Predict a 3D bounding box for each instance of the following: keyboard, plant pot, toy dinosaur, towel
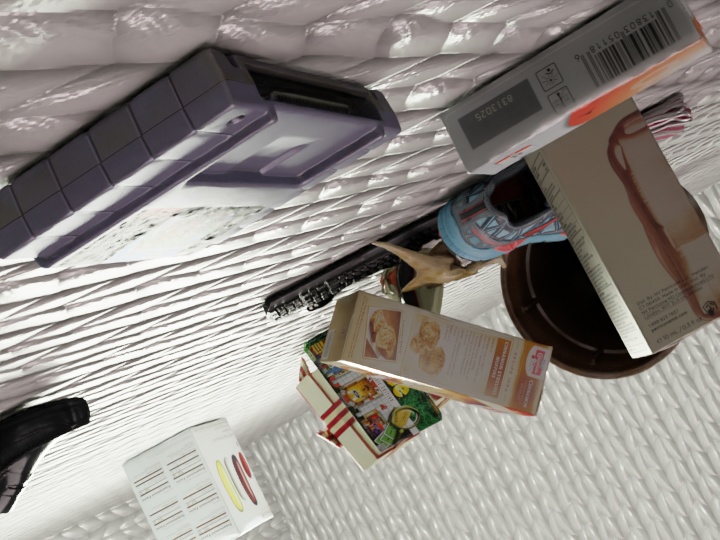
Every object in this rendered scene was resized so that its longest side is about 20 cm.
[{"bbox_3d":[0.000,0.000,1.224,0.199,0.021,0.127,-27,173,-1],"label":"keyboard"},{"bbox_3d":[0.272,-0.014,1.330,0.200,0.201,0.198,-31,180,31],"label":"plant pot"},{"bbox_3d":[0.079,-0.007,1.191,0.101,0.058,0.200,-29,166,8],"label":"toy dinosaur"},{"bbox_3d":[0.273,-0.124,1.323,0.146,0.030,0.200,-28,173,10],"label":"towel"}]

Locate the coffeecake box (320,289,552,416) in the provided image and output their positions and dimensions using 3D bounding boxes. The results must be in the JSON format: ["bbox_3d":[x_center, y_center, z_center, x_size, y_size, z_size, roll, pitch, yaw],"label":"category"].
[{"bbox_3d":[0.072,0.085,1.280,0.199,0.074,0.153,16,173,-7],"label":"coffeecake box"}]

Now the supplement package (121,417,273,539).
[{"bbox_3d":[-0.280,0.386,2.223,0.146,0.201,0.191,-28,174,11],"label":"supplement package"}]

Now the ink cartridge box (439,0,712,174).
[{"bbox_3d":[0.153,-0.116,0.839,0.162,0.050,0.200,-30,170,19],"label":"ink cartridge box"}]

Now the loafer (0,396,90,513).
[{"bbox_3d":[-0.306,0.170,1.077,0.200,0.071,0.068,-29,173,15],"label":"loafer"}]

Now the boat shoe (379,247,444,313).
[{"bbox_3d":[0.052,0.017,1.375,0.062,0.072,0.200,11,171,10],"label":"boat shoe"}]

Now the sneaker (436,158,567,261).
[{"bbox_3d":[0.169,-0.067,1.143,0.199,0.080,0.096,-24,170,-29],"label":"sneaker"}]

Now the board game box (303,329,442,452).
[{"bbox_3d":[0.018,0.153,1.741,0.104,0.200,0.024,-30,-156,12],"label":"board game box"}]

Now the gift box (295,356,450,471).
[{"bbox_3d":[0.025,0.166,1.898,0.187,0.200,0.184,-47,162,22],"label":"gift box"}]

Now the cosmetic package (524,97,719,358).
[{"bbox_3d":[0.216,-0.038,1.025,0.087,0.201,0.103,-28,175,1],"label":"cosmetic package"}]

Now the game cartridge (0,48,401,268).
[{"bbox_3d":[-0.068,-0.045,0.581,0.129,0.039,0.200,-34,171,19],"label":"game cartridge"}]
